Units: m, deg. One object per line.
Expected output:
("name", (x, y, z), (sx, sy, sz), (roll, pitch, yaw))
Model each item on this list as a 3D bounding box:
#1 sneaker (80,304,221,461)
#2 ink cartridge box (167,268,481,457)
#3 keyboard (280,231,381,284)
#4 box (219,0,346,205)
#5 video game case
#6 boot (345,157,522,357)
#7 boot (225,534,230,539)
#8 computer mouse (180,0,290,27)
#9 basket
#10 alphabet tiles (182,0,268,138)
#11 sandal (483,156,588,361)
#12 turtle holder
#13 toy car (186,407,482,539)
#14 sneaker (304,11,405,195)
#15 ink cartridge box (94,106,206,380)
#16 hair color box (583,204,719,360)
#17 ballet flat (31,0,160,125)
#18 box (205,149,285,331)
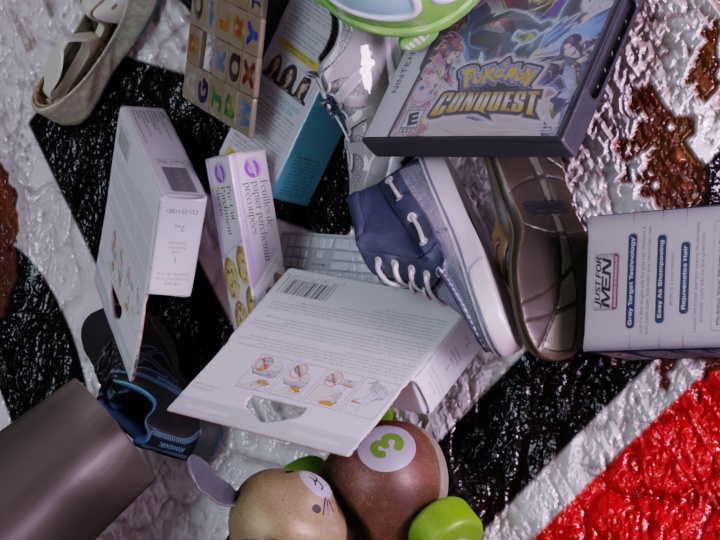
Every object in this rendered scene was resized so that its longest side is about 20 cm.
("sneaker", (-0.199, 0.092, 1.860), (0.200, 0.082, 0.074), (42, 114, 41))
("ink cartridge box", (-0.025, 0.080, 1.649), (0.199, 0.044, 0.174), (10, 49, 41))
("keyboard", (0.000, 0.000, 1.738), (0.199, 0.011, 0.057), (5, 86, 43))
("box", (-0.041, -0.163, 1.780), (0.082, 0.049, 0.201), (40, 109, 40))
("video game case", (0.112, -0.166, 1.603), (0.199, 0.025, 0.181), (3, 59, 44))
("boot", (0.055, 0.001, 1.608), (0.090, 0.073, 0.201), (-27, 47, 8))
("boot", (-0.075, 0.310, 1.709), (0.200, 0.070, 0.147), (-111, 19, -68))
("computer mouse", (-0.120, -0.246, 1.855), (0.200, 0.034, 0.059), (16, 97, 57))
("basket", (-0.282, 0.197, 1.784), (0.200, 0.136, 0.180), (-40, 21, -10))
("alphabet tiles", (-0.113, -0.229, 1.803), (0.167, 0.008, 0.201), (-146, 59, -61))
("sandal", (0.125, -0.022, 1.583), (0.055, 0.081, 0.201), (-45, 54, 49))
("turtle holder", (0.037, -0.244, 1.595), (0.141, 0.132, 0.186), (-43, 71, -8))
("toy car", (-0.039, 0.180, 1.612), (0.158, 0.199, 0.164), (-55, 51, 21))
("sneaker", (-0.006, -0.143, 1.699), (0.075, 0.081, 0.201), (-175, 85, -79))
("ink cartridge box", (-0.185, -0.026, 1.841), (0.200, 0.043, 0.175), (-121, 37, -59))
("hair color box", (0.252, 0.008, 1.465), (0.199, 0.060, 0.101), (-4, 80, 42))
("ballet flat", (-0.244, -0.222, 1.973), (0.067, 0.062, 0.201), (44, 112, 38))
("box", (-0.088, 0.001, 1.761), (0.041, 0.039, 0.201), (-4, 96, 53))
